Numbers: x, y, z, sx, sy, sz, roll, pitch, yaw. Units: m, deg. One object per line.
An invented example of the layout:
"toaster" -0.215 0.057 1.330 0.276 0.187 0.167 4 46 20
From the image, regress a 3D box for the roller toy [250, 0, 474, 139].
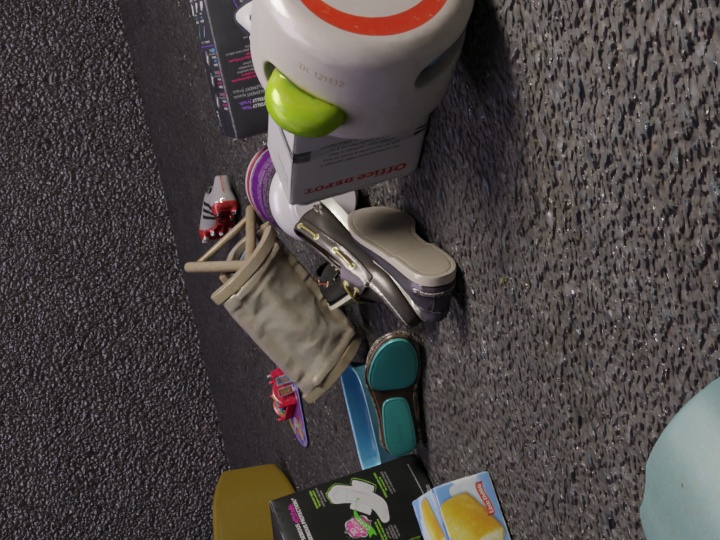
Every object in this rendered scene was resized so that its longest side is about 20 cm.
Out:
"roller toy" -0.001 -0.220 1.069 0.140 0.180 0.202 104 155 -62

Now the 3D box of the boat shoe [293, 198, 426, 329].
"boat shoe" 0.000 0.000 1.440 0.201 0.060 0.072 49 178 30

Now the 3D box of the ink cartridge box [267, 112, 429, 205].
"ink cartridge box" -0.011 -0.164 1.236 0.201 0.145 0.085 102 149 -59

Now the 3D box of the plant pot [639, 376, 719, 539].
"plant pot" 0.231 0.148 0.585 0.196 0.198 0.202 -116 17 -60

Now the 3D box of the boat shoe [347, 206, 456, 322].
"boat shoe" 0.040 -0.009 1.351 0.200 0.072 0.063 -136 36 -55

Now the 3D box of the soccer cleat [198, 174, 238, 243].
"soccer cleat" -0.270 -0.114 2.429 0.200 0.068 0.086 125 137 -67

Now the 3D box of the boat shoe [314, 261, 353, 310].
"boat shoe" -0.017 0.009 1.574 0.201 0.073 0.064 168 79 -80

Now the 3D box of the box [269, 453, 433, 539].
"box" 0.001 0.345 1.593 0.125 0.198 0.150 -120 21 -44

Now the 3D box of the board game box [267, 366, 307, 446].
"board game box" -0.146 0.228 2.340 0.158 0.039 0.202 -134 33 -62

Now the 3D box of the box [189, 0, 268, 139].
"box" -0.135 -0.279 1.633 0.106 0.121 0.202 -156 53 -71

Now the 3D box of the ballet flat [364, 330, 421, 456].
"ballet flat" 0.038 0.131 1.525 0.076 0.067 0.202 -98 2 -51

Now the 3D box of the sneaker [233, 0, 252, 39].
"sneaker" -0.093 -0.260 1.481 0.130 0.079 0.201 -136 34 -56

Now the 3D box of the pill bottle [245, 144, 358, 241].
"pill bottle" -0.071 -0.099 1.591 0.200 0.111 0.114 -146 43 -69

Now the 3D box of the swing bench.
"swing bench" -0.109 0.041 1.708 0.199 0.130 0.200 50 174 -23

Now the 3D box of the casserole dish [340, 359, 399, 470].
"casserole dish" 0.018 0.207 1.714 0.121 0.038 0.202 -167 62 -73

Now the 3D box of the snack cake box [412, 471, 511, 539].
"snack cake box" 0.126 0.327 1.372 0.115 0.067 0.202 121 133 -69

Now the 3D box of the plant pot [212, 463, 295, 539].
"plant pot" -0.214 0.513 2.614 0.196 0.192 0.202 98 161 -57
